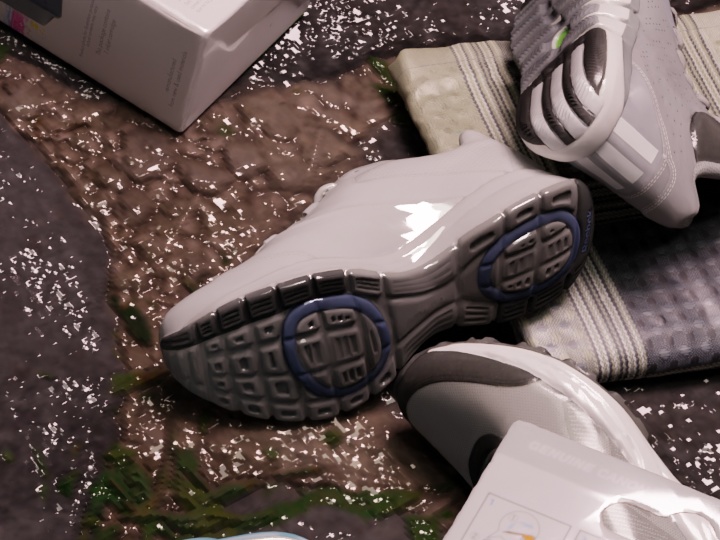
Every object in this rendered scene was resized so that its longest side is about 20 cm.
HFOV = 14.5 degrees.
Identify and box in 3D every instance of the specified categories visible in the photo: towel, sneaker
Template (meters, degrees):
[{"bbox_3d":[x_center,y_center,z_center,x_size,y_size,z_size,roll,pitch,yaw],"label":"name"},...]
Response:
[{"bbox_3d":[0.129,-0.034,1.295,0.192,0.035,0.200,-9,54,-20],"label":"towel"},{"bbox_3d":[0.000,0.000,1.197,0.200,0.075,0.087,-21,40,-25],"label":"sneaker"},{"bbox_3d":[0.088,0.102,1.127,0.200,0.074,0.079,40,55,19],"label":"sneaker"},{"bbox_3d":[0.129,-0.079,1.277,0.115,0.075,0.200,40,30,-16],"label":"sneaker"}]

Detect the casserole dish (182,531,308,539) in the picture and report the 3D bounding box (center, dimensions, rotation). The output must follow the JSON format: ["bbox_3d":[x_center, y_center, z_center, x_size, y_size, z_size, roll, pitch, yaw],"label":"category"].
[{"bbox_3d":[-0.033,0.171,1.049,0.121,0.039,0.200,-9,51,-25],"label":"casserole dish"}]

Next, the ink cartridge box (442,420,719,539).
[{"bbox_3d":[0.081,0.165,0.990,0.160,0.047,0.200,22,57,17],"label":"ink cartridge box"}]

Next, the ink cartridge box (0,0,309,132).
[{"bbox_3d":[-0.128,-0.164,1.301,0.200,0.067,0.117,33,48,11],"label":"ink cartridge box"}]
